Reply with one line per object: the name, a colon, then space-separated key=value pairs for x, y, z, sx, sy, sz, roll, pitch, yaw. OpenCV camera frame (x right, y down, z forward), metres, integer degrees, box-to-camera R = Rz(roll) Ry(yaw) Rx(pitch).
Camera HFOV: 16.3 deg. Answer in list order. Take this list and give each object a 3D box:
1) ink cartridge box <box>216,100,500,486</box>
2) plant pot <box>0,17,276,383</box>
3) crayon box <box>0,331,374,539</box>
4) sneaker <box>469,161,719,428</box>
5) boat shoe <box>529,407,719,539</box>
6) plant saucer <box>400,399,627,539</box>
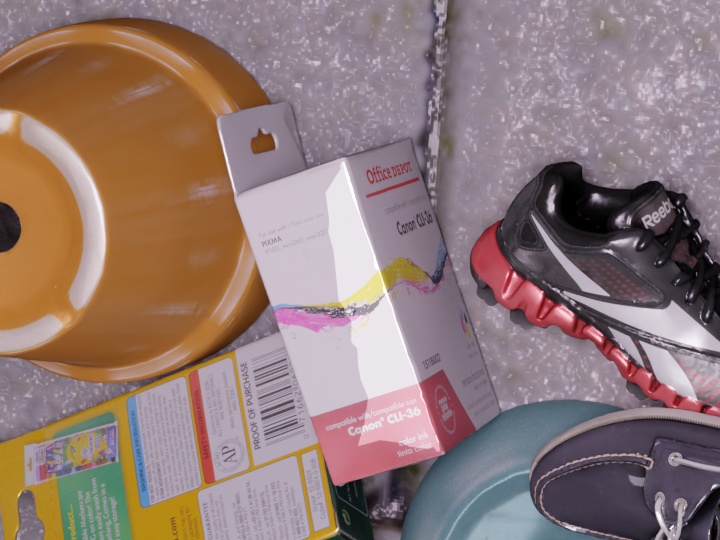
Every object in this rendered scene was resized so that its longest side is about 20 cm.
ink cartridge box: x=0.000 y=0.000 z=1.319 sx=0.067 sy=0.116 sz=0.200 roll=-19 pitch=92 yaw=19
plant pot: x=-0.154 y=-0.030 z=1.327 sx=0.200 sy=0.183 sz=0.200 roll=2 pitch=98 yaw=17
crayon box: x=-0.099 y=0.124 z=1.373 sx=0.200 sy=0.052 sz=0.126 roll=-21 pitch=60 yaw=18
sneaker: x=0.156 y=0.012 z=1.288 sx=0.200 sy=0.071 sz=0.098 roll=32 pitch=126 yaw=11
boat shoe: x=0.171 y=0.115 z=1.257 sx=0.200 sy=0.063 sz=0.073 roll=-1 pitch=121 yaw=26
plant saucer: x=0.112 y=0.171 z=1.351 sx=0.200 sy=0.036 sz=0.200 roll=2 pitch=98 yaw=17
